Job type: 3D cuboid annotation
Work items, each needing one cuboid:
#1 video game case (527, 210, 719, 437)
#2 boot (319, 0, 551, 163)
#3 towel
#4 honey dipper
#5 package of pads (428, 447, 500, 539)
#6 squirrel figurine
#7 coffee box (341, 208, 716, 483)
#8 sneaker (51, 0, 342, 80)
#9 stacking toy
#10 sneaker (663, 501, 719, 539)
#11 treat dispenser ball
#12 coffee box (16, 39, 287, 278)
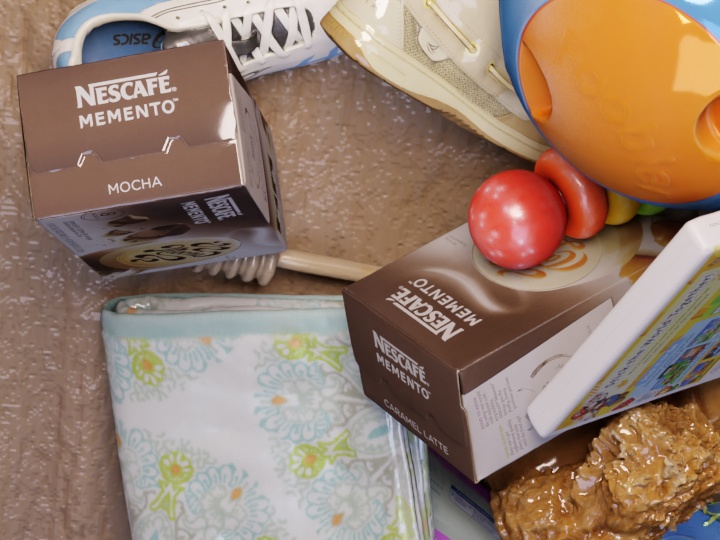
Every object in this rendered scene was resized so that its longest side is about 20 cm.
[{"bbox_3d":[0.201,0.011,1.373,0.182,0.023,0.200,-16,158,-31],"label":"video game case"},{"bbox_3d":[0.091,-0.152,1.427,0.200,0.073,0.156,25,105,-38],"label":"boot"},{"bbox_3d":[-0.054,0.098,1.562,0.200,0.048,0.171,1,109,17],"label":"towel"},{"bbox_3d":[0.000,0.000,1.551,0.200,0.038,0.038,10,123,-12],"label":"honey dipper"},{"bbox_3d":[0.002,0.200,1.667,0.200,0.068,0.154,-39,116,22],"label":"package of pads"},{"bbox_3d":[0.167,0.104,1.532,0.186,0.200,0.142,-17,117,8],"label":"squirrel figurine"},{"bbox_3d":[0.106,0.021,1.470,0.200,0.114,0.080,-28,128,-24],"label":"coffee box"},{"bbox_3d":[-0.072,-0.129,1.437,0.200,0.073,0.072,-12,123,3],"label":"sneaker"},{"bbox_3d":[0.146,-0.059,1.441,0.200,0.085,0.085,-26,126,-18],"label":"stacking toy"},{"bbox_3d":[0.215,0.174,1.656,0.200,0.076,0.105,-2,124,-1],"label":"sneaker"},{"bbox_3d":[0.170,-0.130,1.308,0.201,0.201,0.201,-1,124,-2],"label":"treat dispenser ball"},{"bbox_3d":[-0.109,-0.056,1.410,0.113,0.200,0.080,-8,80,3],"label":"coffee box"}]
